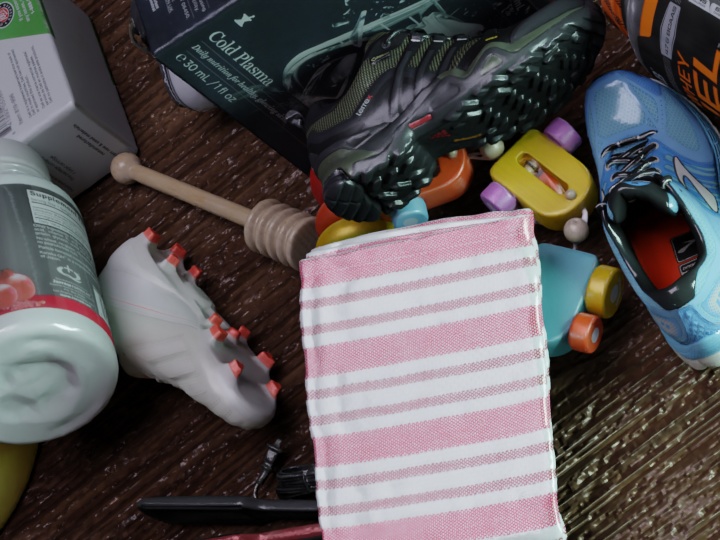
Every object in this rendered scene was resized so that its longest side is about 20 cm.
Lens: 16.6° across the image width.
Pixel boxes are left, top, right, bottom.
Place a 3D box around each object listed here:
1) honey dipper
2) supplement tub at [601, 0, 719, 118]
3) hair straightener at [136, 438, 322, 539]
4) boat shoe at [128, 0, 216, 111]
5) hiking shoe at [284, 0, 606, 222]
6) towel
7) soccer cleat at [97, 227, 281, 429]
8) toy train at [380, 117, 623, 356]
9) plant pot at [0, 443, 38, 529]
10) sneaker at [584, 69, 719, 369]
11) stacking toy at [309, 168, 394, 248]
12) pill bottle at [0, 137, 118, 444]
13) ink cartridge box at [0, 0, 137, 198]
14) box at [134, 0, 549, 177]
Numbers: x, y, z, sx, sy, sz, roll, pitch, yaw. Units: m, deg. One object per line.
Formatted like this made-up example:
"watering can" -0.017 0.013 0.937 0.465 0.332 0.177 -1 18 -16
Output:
"honey dipper" -0.102 -0.045 1.645 0.200 0.038 0.038 22 80 40
"supplement tub" 0.237 -0.139 1.410 0.123 0.122 0.200 -52 50 0
"hair straightener" -0.052 0.136 1.517 0.199 0.041 0.077 -14 61 28
"boat shoe" -0.132 -0.184 1.716 0.066 0.070 0.201 -29 53 28
"hiking shoe" 0.048 -0.119 1.472 0.200 0.076 0.101 -31 60 4
"towel" 0.041 0.071 1.406 0.146 0.030 0.201 -10 74 21
"soccer cleat" -0.115 0.051 1.590 0.078 0.069 0.200 -50 43 9
"toy train" 0.079 -0.011 1.481 0.150 0.056 0.201 -23 58 8
"plant pot" -0.347 0.091 1.641 0.200 0.189 0.201 -15 59 27
"sneaker" 0.174 -0.044 1.425 0.078 0.090 0.200 -31 53 17
"stacking toy" 0.000 0.000 1.531 0.085 0.085 0.201 -26 51 21
"pill bottle" -0.228 0.007 1.613 0.111 0.111 0.200 -35 44 15
"ink cartridge box" -0.274 -0.096 1.753 0.200 0.083 0.147 -33 53 15
"box" -0.014 -0.184 1.549 0.196 0.200 0.124 -32 55 17
